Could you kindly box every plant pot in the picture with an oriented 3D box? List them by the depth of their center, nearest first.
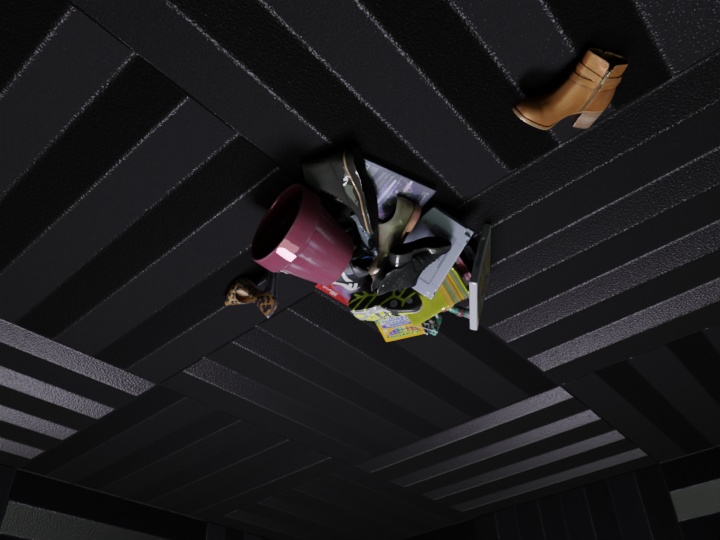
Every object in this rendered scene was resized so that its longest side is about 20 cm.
[{"bbox_3d":[-0.119,-0.065,1.432,0.177,0.203,0.199,32,131,-27],"label":"plant pot"}]

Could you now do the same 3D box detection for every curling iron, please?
[{"bbox_3d":[0.117,0.079,1.692,0.198,0.026,0.050,34,142,21],"label":"curling iron"}]

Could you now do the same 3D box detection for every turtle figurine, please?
[{"bbox_3d":[0.231,0.091,1.742,0.195,0.101,0.152,0,126,-18],"label":"turtle figurine"}]

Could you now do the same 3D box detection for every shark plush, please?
[{"bbox_3d":[0.033,-0.080,1.525,0.089,0.085,0.201,-9,144,8],"label":"shark plush"}]

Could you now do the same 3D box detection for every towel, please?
[{"bbox_3d":[0.183,0.068,1.614,0.199,0.018,0.087,-35,88,36],"label":"towel"}]

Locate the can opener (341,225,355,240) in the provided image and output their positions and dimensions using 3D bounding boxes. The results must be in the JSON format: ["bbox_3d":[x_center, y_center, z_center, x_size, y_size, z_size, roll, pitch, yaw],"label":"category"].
[{"bbox_3d":[-0.108,-0.065,1.562,0.195,0.079,0.064,-13,135,-2],"label":"can opener"}]

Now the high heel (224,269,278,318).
[{"bbox_3d":[-0.294,0.088,1.672,0.198,0.145,0.071,-27,136,28],"label":"high heel"}]

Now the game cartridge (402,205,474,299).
[{"bbox_3d":[0.167,-0.047,1.534,0.132,0.041,0.202,32,112,3],"label":"game cartridge"}]

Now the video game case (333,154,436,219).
[{"bbox_3d":[0.055,-0.177,1.465,0.197,0.019,0.143,18,137,-26],"label":"video game case"}]

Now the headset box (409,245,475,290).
[{"bbox_3d":[0.197,-0.011,1.633,0.197,0.076,0.149,-21,139,22],"label":"headset box"}]

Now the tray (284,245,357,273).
[{"bbox_3d":[-0.110,-0.025,1.597,0.196,0.023,0.107,-18,175,18],"label":"tray"}]

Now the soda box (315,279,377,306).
[{"bbox_3d":[-0.030,0.045,1.700,0.069,0.064,0.199,-31,133,30],"label":"soda box"}]

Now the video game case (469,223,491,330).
[{"bbox_3d":[0.300,0.018,1.594,0.022,0.184,0.202,9,145,17],"label":"video game case"}]

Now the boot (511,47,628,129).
[{"bbox_3d":[0.402,-0.348,1.222,0.195,0.078,0.156,5,143,-13],"label":"boot"}]

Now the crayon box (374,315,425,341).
[{"bbox_3d":[0.111,0.139,1.836,0.123,0.052,0.201,-14,141,14],"label":"crayon box"}]

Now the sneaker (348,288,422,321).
[{"bbox_3d":[0.069,0.091,1.652,0.196,0.077,0.077,-1,146,23],"label":"sneaker"}]

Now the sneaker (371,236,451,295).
[{"bbox_3d":[0.119,-0.010,1.467,0.196,0.060,0.106,-12,122,-28],"label":"sneaker"}]

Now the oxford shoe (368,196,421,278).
[{"bbox_3d":[0.063,-0.078,1.483,0.073,0.071,0.203,28,99,-14],"label":"oxford shoe"}]

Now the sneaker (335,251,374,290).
[{"bbox_3d":[0.000,0.000,1.581,0.110,0.075,0.199,-17,171,25],"label":"sneaker"}]

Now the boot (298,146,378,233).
[{"bbox_3d":[-0.044,-0.170,1.407,0.135,0.078,0.203,-5,121,22],"label":"boot"}]
